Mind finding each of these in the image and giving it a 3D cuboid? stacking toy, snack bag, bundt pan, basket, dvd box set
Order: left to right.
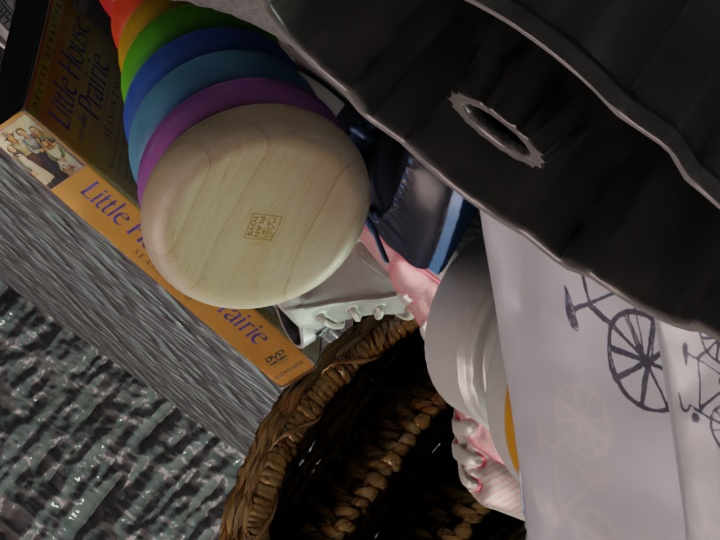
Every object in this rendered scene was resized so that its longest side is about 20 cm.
[{"bbox_3d":[-0.091,-0.053,1.244,0.200,0.029,0.147,42,-150,-29],"label":"dvd box set"},{"bbox_3d":[-0.062,-0.074,0.997,0.085,0.085,0.200,44,-167,-39],"label":"stacking toy"},{"bbox_3d":[0.030,0.106,1.307,0.143,0.200,0.149,41,173,-14],"label":"basket"},{"bbox_3d":[0.058,-0.067,0.711,0.202,0.076,0.202,36,171,7],"label":"bundt pan"},{"bbox_3d":[0.103,0.034,0.849,0.200,0.021,0.189,15,121,52],"label":"snack bag"}]

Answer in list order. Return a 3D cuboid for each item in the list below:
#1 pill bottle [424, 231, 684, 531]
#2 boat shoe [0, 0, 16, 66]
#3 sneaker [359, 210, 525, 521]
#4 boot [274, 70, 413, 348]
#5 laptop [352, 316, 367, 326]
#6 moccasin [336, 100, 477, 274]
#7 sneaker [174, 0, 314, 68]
[{"bbox_3d":[0.118,0.050,0.960,0.200,0.113,0.113,28,167,46],"label":"pill bottle"},{"bbox_3d":[-0.149,-0.093,1.339,0.069,0.057,0.200,45,-172,23],"label":"boat shoe"},{"bbox_3d":[0.054,0.044,1.164,0.200,0.105,0.075,37,-160,-8],"label":"sneaker"},{"bbox_3d":[0.000,0.000,1.216,0.200,0.096,0.074,41,170,-25],"label":"boot"},{"bbox_3d":[0.056,0.108,1.499,0.103,0.201,0.177,2,176,-10],"label":"laptop"},{"bbox_3d":[0.014,-0.037,1.012,0.068,0.081,0.200,29,170,1],"label":"moccasin"},{"bbox_3d":[-0.035,-0.100,0.922,0.115,0.075,0.200,39,170,-26],"label":"sneaker"}]
